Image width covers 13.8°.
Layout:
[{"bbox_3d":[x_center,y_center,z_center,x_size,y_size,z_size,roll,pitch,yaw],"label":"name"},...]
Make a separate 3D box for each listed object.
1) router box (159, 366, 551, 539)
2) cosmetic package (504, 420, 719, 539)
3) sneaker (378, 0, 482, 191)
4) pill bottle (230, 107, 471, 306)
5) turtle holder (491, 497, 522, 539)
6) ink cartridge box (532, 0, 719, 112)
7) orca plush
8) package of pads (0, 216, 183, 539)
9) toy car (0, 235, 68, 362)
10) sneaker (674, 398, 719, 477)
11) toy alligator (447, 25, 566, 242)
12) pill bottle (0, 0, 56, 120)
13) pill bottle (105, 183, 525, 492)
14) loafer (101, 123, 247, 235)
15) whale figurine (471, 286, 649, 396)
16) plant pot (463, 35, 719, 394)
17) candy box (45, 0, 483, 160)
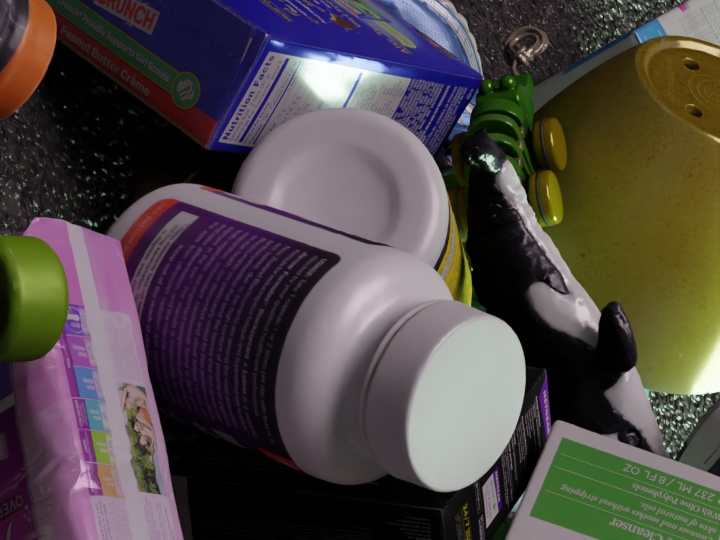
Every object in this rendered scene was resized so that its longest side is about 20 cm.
[{"bbox_3d":[-0.023,0.091,1.450,0.149,0.200,0.051,-47,137,-56],"label":"router box"},{"bbox_3d":[0.104,0.187,1.418,0.085,0.108,0.200,89,22,-58],"label":"cosmetic package"},{"bbox_3d":[0.041,-0.093,1.790,0.200,0.079,0.089,52,31,-14],"label":"sneaker"},{"bbox_3d":[0.000,0.000,1.568,0.200,0.112,0.113,67,7,-69],"label":"pill bottle"},{"bbox_3d":[0.075,0.135,1.577,0.185,0.141,0.132,-4,79,-22],"label":"turtle holder"},{"bbox_3d":[0.192,-0.128,1.990,0.068,0.115,0.200,60,32,-1],"label":"ink cartridge box"},{"bbox_3d":[0.084,0.029,1.530,0.071,0.105,0.200,-29,109,-21],"label":"orca plush"},{"bbox_3d":[-0.149,0.090,1.343,0.076,0.120,0.200,11,57,-45],"label":"package of pads"},{"bbox_3d":[-0.216,0.092,1.241,0.164,0.158,0.200,0,77,-41],"label":"toy car"},{"bbox_3d":[0.218,0.157,1.562,0.077,0.202,0.146,-34,72,-25],"label":"sneaker"},{"bbox_3d":[0.079,-0.079,1.640,0.054,0.059,0.200,62,25,-44],"label":"toy alligator"},{"bbox_3d":[-0.239,-0.141,1.413,0.200,0.106,0.106,30,43,-40],"label":"pill bottle"},{"bbox_3d":[-0.025,0.034,1.374,0.111,0.200,0.112,-21,119,-43],"label":"pill bottle"},{"bbox_3d":[-0.099,-0.036,1.571,0.071,0.073,0.200,46,26,2],"label":"loafer"},{"bbox_3d":[0.101,0.076,1.717,0.159,0.104,0.200,54,36,-12],"label":"whale figurine"},{"bbox_3d":[0.174,-0.048,1.702,0.200,0.142,0.200,17,36,-13],"label":"plant pot"},{"bbox_3d":[-0.060,-0.126,1.606,0.169,0.077,0.200,38,18,32],"label":"candy box"}]
